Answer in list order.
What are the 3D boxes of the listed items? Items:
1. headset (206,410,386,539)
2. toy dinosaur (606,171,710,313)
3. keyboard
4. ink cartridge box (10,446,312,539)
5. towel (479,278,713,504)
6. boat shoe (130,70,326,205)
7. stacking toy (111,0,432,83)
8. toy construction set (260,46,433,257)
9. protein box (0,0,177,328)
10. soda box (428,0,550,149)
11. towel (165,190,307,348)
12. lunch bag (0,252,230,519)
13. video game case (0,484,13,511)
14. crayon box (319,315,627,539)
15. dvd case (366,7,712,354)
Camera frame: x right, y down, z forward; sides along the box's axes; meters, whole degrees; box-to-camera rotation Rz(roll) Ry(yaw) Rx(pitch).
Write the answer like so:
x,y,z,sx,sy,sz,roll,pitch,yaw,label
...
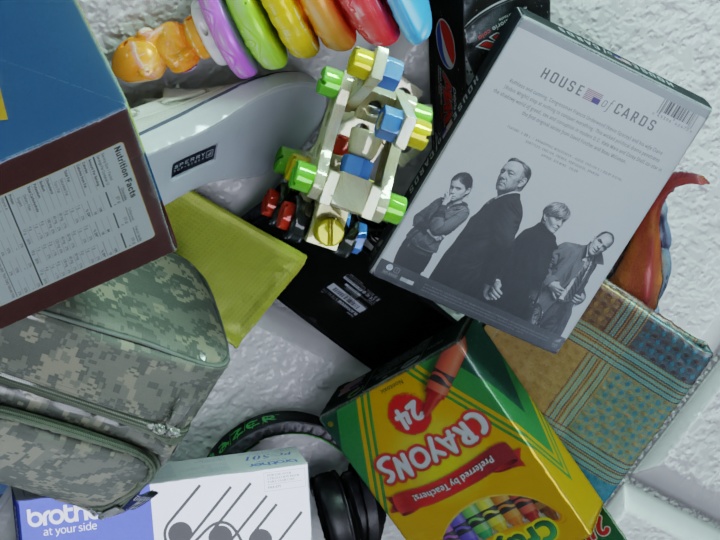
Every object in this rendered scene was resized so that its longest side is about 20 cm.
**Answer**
x,y,z,sx,sy,sz,roll,pitch,yaw,label
-0.037,0.187,1.714,0.123,0.094,0.200,-34,110,-1,headset
0.168,0.029,1.653,0.104,0.200,0.182,1,87,-6,toy dinosaur
0.000,0.000,1.639,0.104,0.040,0.200,-31,130,26,keyboard
-0.133,0.181,1.619,0.199,0.044,0.095,-7,103,-12,ink cartridge box
0.135,0.088,1.659,0.146,0.022,0.200,33,120,1,towel
-0.110,-0.090,1.508,0.200,0.070,0.071,-27,143,-36,boat shoe
-0.064,-0.162,1.480,0.199,0.116,0.110,-25,123,6,stacking toy
-0.006,-0.077,1.496,0.092,0.200,0.132,19,95,1,toy construction set
-0.241,-0.079,1.366,0.199,0.199,0.135,-24,144,-8,protein box
0.085,-0.123,1.571,0.063,0.071,0.201,-13,122,-16,soda box
-0.135,-0.021,1.557,0.200,0.018,0.086,30,113,-29,towel
-0.201,0.062,1.500,0.199,0.140,0.168,20,119,-30,lunch bag
-0.290,0.089,1.569,0.182,0.023,0.200,27,105,-32,video game case
0.080,0.145,1.661,0.127,0.051,0.200,-31,102,27,crayon box
0.115,-0.055,1.551,0.150,0.025,0.200,24,110,-20,dvd case
